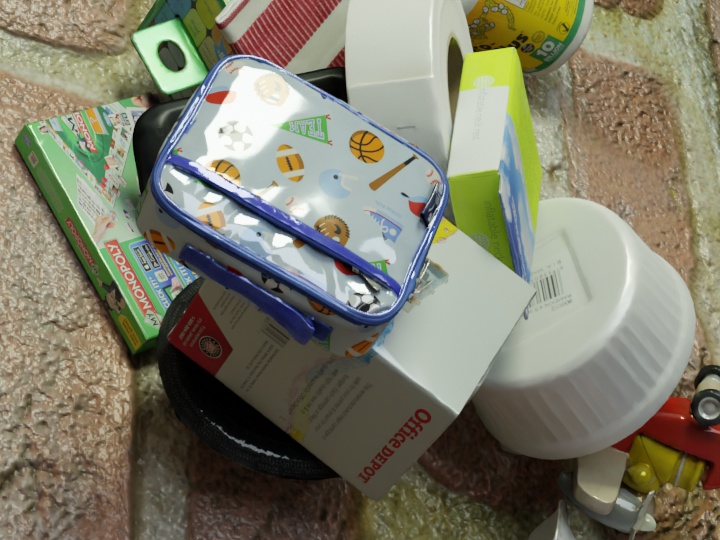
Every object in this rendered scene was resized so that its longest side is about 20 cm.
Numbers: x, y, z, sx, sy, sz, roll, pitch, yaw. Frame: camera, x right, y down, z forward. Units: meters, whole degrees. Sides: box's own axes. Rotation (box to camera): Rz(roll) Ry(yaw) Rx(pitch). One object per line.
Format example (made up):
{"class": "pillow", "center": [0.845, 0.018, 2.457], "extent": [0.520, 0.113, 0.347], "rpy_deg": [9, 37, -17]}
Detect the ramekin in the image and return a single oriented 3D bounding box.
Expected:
{"class": "ramekin", "center": [0.156, 0.039, 1.551], "extent": [0.098, 0.199, 0.202], "rpy_deg": [48, 36, -43]}

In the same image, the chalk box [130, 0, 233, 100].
{"class": "chalk box", "center": [-0.097, -0.197, 1.644], "extent": [0.199, 0.124, 0.125], "rpy_deg": [-18, 72, -42]}

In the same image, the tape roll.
{"class": "tape roll", "center": [0.045, -0.130, 1.526], "extent": [0.070, 0.203, 0.204], "rpy_deg": [-5, 53, 13]}

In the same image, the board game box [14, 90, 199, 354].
{"class": "board game box", "center": [-0.172, -0.042, 1.554], "extent": [0.134, 0.029, 0.201], "rpy_deg": [-20, 74, -41]}

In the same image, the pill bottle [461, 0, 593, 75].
{"class": "pill bottle", "center": [0.114, -0.266, 1.829], "extent": [0.199, 0.113, 0.113], "rpy_deg": [20, 50, -36]}

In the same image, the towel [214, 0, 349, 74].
{"class": "towel", "center": [-0.025, -0.178, 1.587], "extent": [0.144, 0.023, 0.200], "rpy_deg": [-52, 128, -20]}

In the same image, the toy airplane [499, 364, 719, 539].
{"class": "toy airplane", "center": [0.212, 0.152, 1.628], "extent": [0.199, 0.199, 0.142], "rpy_deg": [-12, 109, -31]}

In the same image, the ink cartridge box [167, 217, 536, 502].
{"class": "ink cartridge box", "center": [-0.005, 0.034, 1.406], "extent": [0.200, 0.145, 0.145], "rpy_deg": [38, 50, -1]}

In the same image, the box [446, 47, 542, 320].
{"class": "box", "center": [0.104, -0.067, 1.490], "extent": [0.201, 0.047, 0.123], "rpy_deg": [-78, 157, -52]}

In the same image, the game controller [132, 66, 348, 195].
{"class": "game controller", "center": [-0.080, -0.096, 1.542], "extent": [0.199, 0.042, 0.105], "rpy_deg": [-13, 100, -16]}

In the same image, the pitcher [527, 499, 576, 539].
{"class": "pitcher", "center": [0.190, 0.304, 1.530], "extent": [0.200, 0.121, 0.172], "rpy_deg": [38, 59, 7]}

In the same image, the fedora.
{"class": "fedora", "center": [-0.071, 0.092, 1.491], "extent": [0.199, 0.092, 0.202], "rpy_deg": [13, 54, -19]}

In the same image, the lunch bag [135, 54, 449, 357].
{"class": "lunch bag", "center": [-0.041, -0.040, 1.295], "extent": [0.199, 0.076, 0.161], "rpy_deg": [30, 54, -4]}
